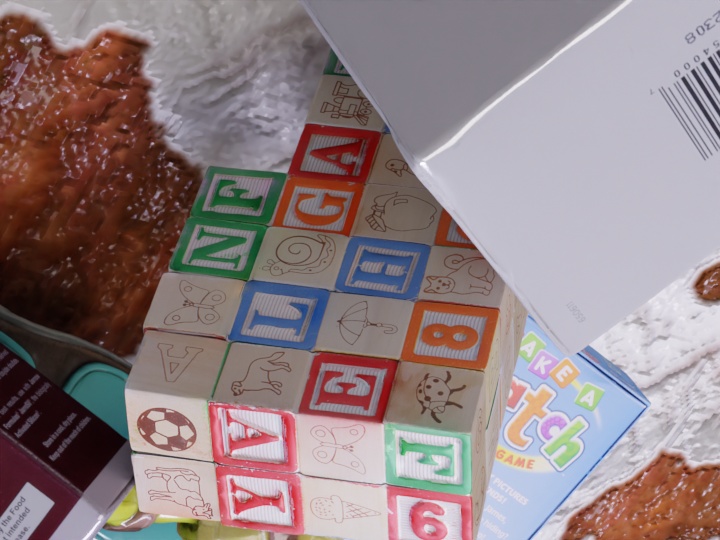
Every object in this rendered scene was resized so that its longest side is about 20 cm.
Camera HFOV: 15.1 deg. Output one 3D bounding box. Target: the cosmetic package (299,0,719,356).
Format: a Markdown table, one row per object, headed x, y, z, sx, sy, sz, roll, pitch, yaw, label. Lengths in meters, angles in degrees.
| x | y | z | sx | sy | sz | roll | pitch | yaw | label |
| --- | --- | --- | --- | --- | --- | --- | --- | --- | --- |
| 0.081 | -0.119 | 0.884 | 0.199 | 0.200 | 0.123 | -36 | 137 | 5 | cosmetic package |

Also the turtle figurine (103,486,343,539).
| x | y | z | sx | sy | sz | roll | pitch | yaw | label |
| --- | --- | --- | --- | --- | --- | --- | --- | --- | --- |
| -0.045 | 0.102 | 0.993 | 0.161 | 0.064 | 0.201 | -16 | 109 | -27 | turtle figurine |

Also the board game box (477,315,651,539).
| x | y | z | sx | sy | sz | roll | pitch | yaw | label |
| --- | --- | --- | --- | --- | --- | --- | --- | --- | --- |
| -0.004 | 0.083 | 1.085 | 0.151 | 0.037 | 0.200 | 37 | 100 | -25 | board game box |

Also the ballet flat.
| x | y | z | sx | sy | sz | roll | pitch | yaw | label |
| --- | --- | --- | --- | --- | --- | --- | --- | --- | --- |
| -0.130 | 0.046 | 1.005 | 0.200 | 0.064 | 0.067 | 38 | 79 | -34 | ballet flat |

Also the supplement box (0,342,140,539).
| x | y | z | sx | sy | sz | roll | pitch | yaw | label |
| --- | --- | --- | --- | --- | --- | --- | --- | --- | --- |
| -0.184 | 0.049 | 0.905 | 0.200 | 0.061 | 0.109 | 38 | 109 | -2 | supplement box |

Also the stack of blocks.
| x | y | z | sx | sy | sz | roll | pitch | yaw | label |
| --- | --- | --- | --- | --- | --- | --- | --- | --- | --- |
| 0.000 | 0.000 | 0.944 | 0.115 | 0.200 | 0.059 | 7 | 133 | 10 | stack of blocks |
